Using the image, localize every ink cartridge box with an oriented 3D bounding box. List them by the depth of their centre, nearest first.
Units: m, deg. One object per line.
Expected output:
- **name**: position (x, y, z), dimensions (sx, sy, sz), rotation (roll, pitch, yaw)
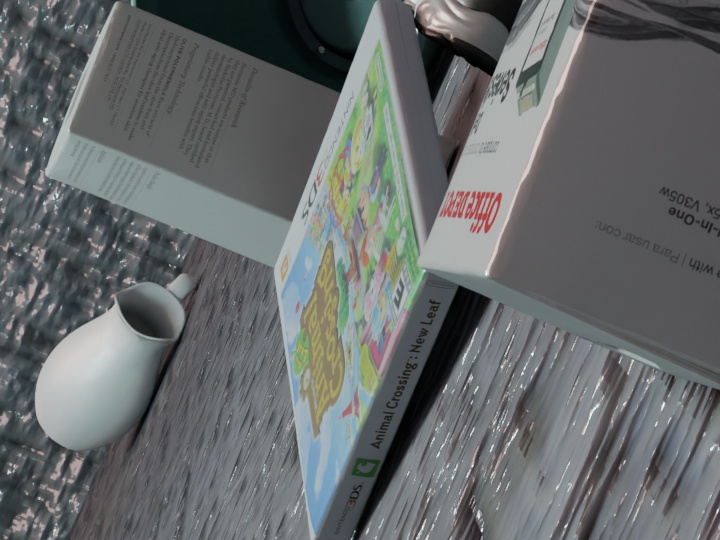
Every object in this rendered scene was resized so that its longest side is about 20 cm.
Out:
- **ink cartridge box**: position (0.097, -0.075, 0.837), dimensions (0.146, 0.084, 0.200), rotation (-172, 104, -84)

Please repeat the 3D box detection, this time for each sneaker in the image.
- **sneaker**: position (0.065, -0.151, 1.465), dimensions (0.079, 0.074, 0.200), rotation (-57, 14, 8)

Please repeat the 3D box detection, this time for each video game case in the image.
- **video game case**: position (0.000, 0.000, 1.376), dimensions (0.200, 0.022, 0.182), rotation (-100, 25, -48)

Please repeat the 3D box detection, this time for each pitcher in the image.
- **pitcher**: position (-0.261, 0.095, 3.150), dimensions (0.200, 0.121, 0.172), rotation (-52, -7, 31)

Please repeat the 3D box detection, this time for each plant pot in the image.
- **plant pot**: position (-0.025, -0.173, 1.820), dimensions (0.134, 0.200, 0.200), rotation (-19, -43, -62)

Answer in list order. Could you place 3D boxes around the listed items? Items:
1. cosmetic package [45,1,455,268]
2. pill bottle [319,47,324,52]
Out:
- **cosmetic package**: position (-0.062, -0.060, 1.573), dimensions (0.108, 0.200, 0.085), rotation (141, 149, -72)
- **pill bottle**: position (-0.024, -0.211, 2.156), dimensions (0.200, 0.113, 0.113), rotation (119, 171, -48)
